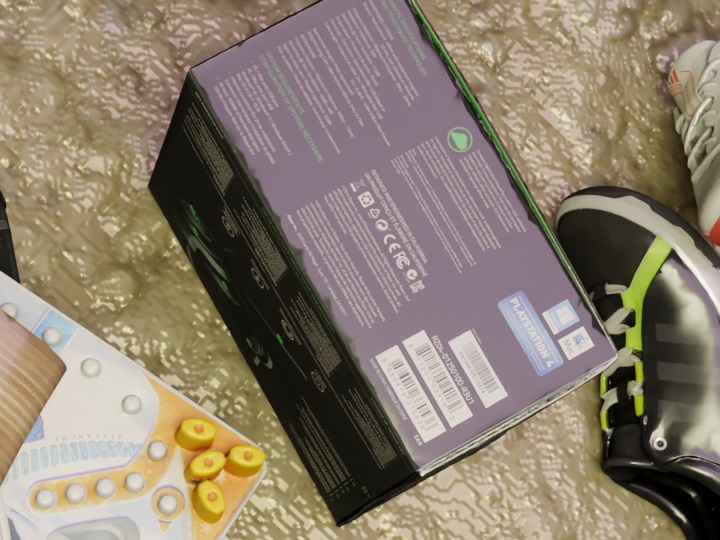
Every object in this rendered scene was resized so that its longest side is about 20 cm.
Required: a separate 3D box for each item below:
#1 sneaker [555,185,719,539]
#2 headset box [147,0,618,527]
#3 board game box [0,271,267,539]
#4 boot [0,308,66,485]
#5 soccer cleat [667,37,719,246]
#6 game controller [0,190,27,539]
[{"bbox_3d":[0.137,0.056,1.110,0.083,0.072,0.200,-30,85,-28],"label":"sneaker"},{"bbox_3d":[0.000,0.000,0.998,0.093,0.200,0.174,-28,83,-14],"label":"headset box"},{"bbox_3d":[-0.167,0.094,0.941,0.200,0.026,0.200,34,70,1],"label":"board game box"},{"bbox_3d":[-0.225,0.042,0.896,0.200,0.074,0.155,35,74,4],"label":"boot"},{"bbox_3d":[0.173,-0.065,1.140,0.085,0.069,0.200,40,26,5],"label":"soccer cleat"},{"bbox_3d":[-0.179,0.051,0.988,0.104,0.042,0.200,-9,74,-13],"label":"game controller"}]
